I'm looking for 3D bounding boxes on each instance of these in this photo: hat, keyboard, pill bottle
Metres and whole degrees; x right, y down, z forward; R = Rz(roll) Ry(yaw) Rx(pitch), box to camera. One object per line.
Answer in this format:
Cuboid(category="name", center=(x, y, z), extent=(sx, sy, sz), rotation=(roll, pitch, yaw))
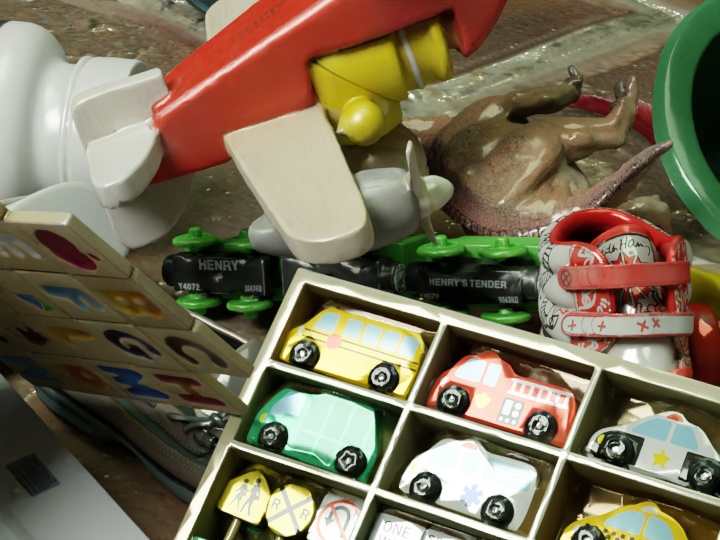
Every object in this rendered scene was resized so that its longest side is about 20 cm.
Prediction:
Cuboid(category="hat", center=(0.201, -0.037, 1.006), extent=(0.164, 0.176, 0.202), rotation=(13, 58, -7))
Cuboid(category="keyboard", center=(-0.136, 0.085, 0.764), extent=(0.056, 0.011, 0.200), rotation=(-18, 41, -33))
Cuboid(category="pill bottle", center=(-0.207, -0.071, 0.965), extent=(0.198, 0.112, 0.112), rotation=(5, 29, 8))

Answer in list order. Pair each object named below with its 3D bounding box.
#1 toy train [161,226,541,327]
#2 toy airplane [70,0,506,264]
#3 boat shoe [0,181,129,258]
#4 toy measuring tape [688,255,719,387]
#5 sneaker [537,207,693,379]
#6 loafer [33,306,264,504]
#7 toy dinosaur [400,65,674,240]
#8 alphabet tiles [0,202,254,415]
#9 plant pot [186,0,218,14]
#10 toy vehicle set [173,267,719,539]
Cuboid(category="toy train", center=(0.000, 0.000, 0.884), extent=(0.198, 0.042, 0.056), rotation=(2, 11, 29))
Cuboid(category="toy airplane", center=(-0.028, -0.069, 0.853), extent=(0.198, 0.141, 0.201), rotation=(-7, 45, 43))
Cuboid(category="boat shoe", center=(-0.200, 0.016, 0.865), extent=(0.199, 0.071, 0.064), rotation=(-22, 10, -26))
Cuboid(category="toy measuring tape", center=(0.161, 0.031, 0.859), extent=(0.073, 0.074, 0.200), rotation=(-4, 7, -8))
Cuboid(category="sneaker", center=(0.104, 0.053, 0.745), extent=(0.066, 0.109, 0.202), rotation=(-2, 29, -4))
Cuboid(category="loafer", center=(-0.063, 0.051, 0.796), extent=(0.199, 0.063, 0.072), rotation=(20, 36, 32))
Cuboid(category="toy dinosaur", center=(0.062, -0.040, 0.917), extent=(0.134, 0.087, 0.200), rotation=(-17, 21, -26))
Cuboid(category="alphabet tiles", center=(-0.137, 0.006, 0.720), extent=(0.199, 0.166, 0.006), rotation=(3, 59, 44))
Cuboid(category="plant pot", center=(-0.061, -0.233, 1.214), extent=(0.198, 0.201, 0.136), rotation=(5, 65, 9))
Cuboid(category="toy vehicle set", center=(0.040, 0.082, 0.702), extent=(0.198, 0.027, 0.125), rotation=(15, 71, 25))
